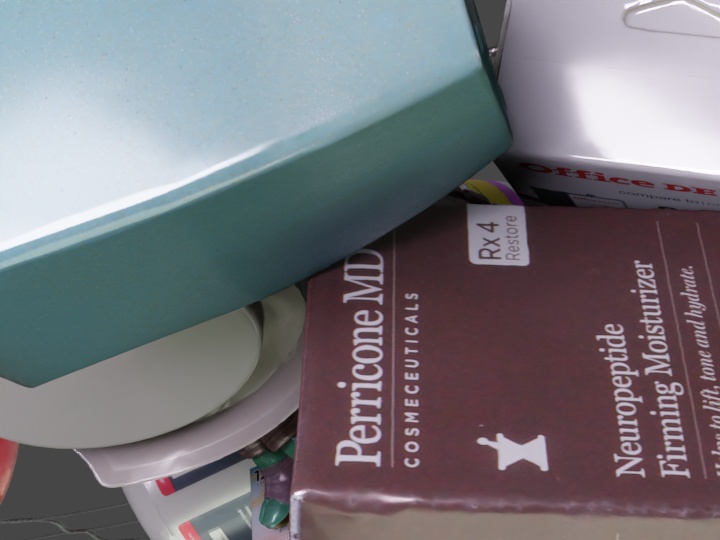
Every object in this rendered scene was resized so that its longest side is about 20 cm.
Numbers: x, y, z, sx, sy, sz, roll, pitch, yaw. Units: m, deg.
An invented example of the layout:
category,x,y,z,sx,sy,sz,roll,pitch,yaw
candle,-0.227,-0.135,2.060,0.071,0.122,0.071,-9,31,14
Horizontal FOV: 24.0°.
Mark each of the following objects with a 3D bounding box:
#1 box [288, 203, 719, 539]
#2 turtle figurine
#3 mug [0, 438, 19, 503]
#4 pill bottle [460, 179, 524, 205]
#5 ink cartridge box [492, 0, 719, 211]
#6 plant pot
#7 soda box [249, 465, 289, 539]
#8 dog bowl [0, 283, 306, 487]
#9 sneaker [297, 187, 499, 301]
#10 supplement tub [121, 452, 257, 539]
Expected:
category,x,y,z,sx,sy,sz,roll,pitch,yaw
box,0.076,0.087,0.633,0.199,0.166,0.165,2,128,0
turtle figurine,-0.093,0.053,0.932,0.101,0.200,0.150,-45,-173,-8
mug,-0.306,0.055,0.968,0.199,0.178,0.133,5,-163,-30
pill bottle,0.000,0.000,0.899,0.199,0.105,0.104,1,163,-33
ink cartridge box,0.144,-0.056,0.733,0.146,0.083,0.200,9,170,18
plant pot,-0.059,-0.065,0.565,0.199,0.142,0.141,-17,165,9
soda box,0.032,0.122,0.984,0.199,0.069,0.064,-24,138,24
dog bowl,-0.117,0.025,0.756,0.199,0.059,0.200,-9,145,-7
sneaker,0.079,0.001,0.713,0.199,0.076,0.115,9,173,-36
supplement tub,-0.054,0.098,1.108,0.199,0.141,0.140,-25,164,4
